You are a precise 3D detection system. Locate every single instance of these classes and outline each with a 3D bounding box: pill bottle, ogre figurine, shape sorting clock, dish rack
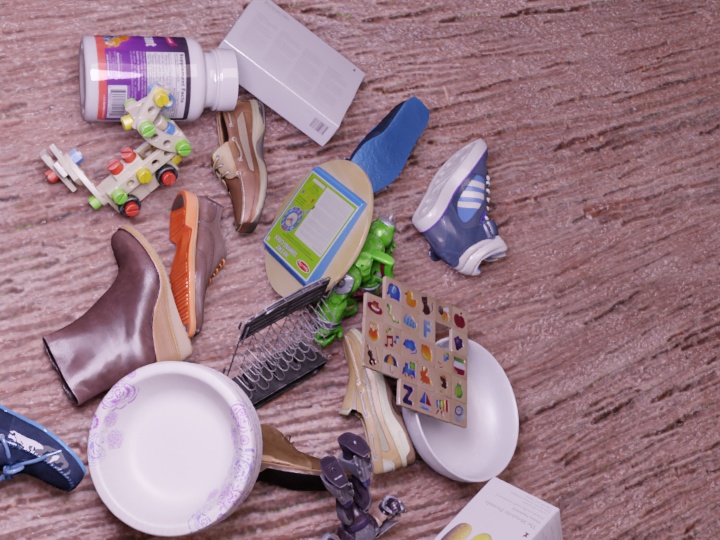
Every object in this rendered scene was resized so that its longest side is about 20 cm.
[{"bbox_3d":[-0.266,-0.252,1.544,0.199,0.111,0.112,-2,73,-19],"label":"pill bottle"},{"bbox_3d":[0.000,0.000,1.593,0.199,0.120,0.098,-32,67,-29],"label":"ogre figurine"},{"bbox_3d":[-0.055,-0.053,1.551,0.039,0.199,0.201,33,58,-39],"label":"shape sorting clock"},{"bbox_3d":[-0.097,0.093,1.476,0.153,0.200,0.055,-30,69,-32],"label":"dish rack"}]

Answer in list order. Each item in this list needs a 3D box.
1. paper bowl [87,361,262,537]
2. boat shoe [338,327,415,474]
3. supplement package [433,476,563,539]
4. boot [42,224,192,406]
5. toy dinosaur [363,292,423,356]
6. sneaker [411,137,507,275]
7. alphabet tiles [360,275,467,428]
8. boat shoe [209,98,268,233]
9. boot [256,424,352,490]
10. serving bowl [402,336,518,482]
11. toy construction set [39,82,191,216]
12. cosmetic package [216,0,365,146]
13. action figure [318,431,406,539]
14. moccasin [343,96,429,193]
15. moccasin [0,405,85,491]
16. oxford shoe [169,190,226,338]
[{"bbox_3d":[-0.215,0.210,1.394,0.199,0.104,0.202,-1,84,5],"label":"paper bowl"},{"bbox_3d":[0.005,0.175,1.571,0.076,0.072,0.201,-20,69,-7],"label":"boat shoe"},{"bbox_3d":[0.163,0.388,1.525,0.200,0.113,0.110,-39,133,-33],"label":"supplement package"},{"bbox_3d":[-0.314,0.052,1.448,0.166,0.072,0.201,-20,78,-28],"label":"boot"},{"bbox_3d":[0.040,0.090,1.589,0.088,0.047,0.200,42,17,-7],"label":"toy dinosaur"},{"bbox_3d":[0.170,-0.085,1.752,0.146,0.080,0.200,45,54,-16],"label":"sneaker"},{"bbox_3d":[0.074,0.105,1.545,0.199,0.008,0.168,24,59,-39],"label":"alphabet tiles"},{"bbox_3d":[-0.170,-0.145,1.600,0.073,0.076,0.201,6,61,-20],"label":"boat shoe"},{"bbox_3d":[-0.092,0.238,1.501,0.199,0.074,0.076,13,56,-20],"label":"boot"},{"bbox_3d":[0.127,0.196,1.617,0.199,0.066,0.201,18,61,-36],"label":"serving bowl"},{"bbox_3d":[-0.300,-0.146,1.485,0.131,0.199,0.092,52,13,-50],"label":"toy construction set"},{"bbox_3d":[-0.100,-0.289,1.671,0.200,0.052,0.151,36,43,-11],"label":"cosmetic package"},{"bbox_3d":[-0.007,0.304,1.473,0.130,0.069,0.201,-36,134,-28],"label":"action figure"},{"bbox_3d":[0.033,-0.169,1.713,0.081,0.068,0.200,50,59,-12],"label":"moccasin"},{"bbox_3d":[-0.413,0.202,1.335,0.199,0.081,0.068,29,46,0],"label":"moccasin"},{"bbox_3d":[-0.206,-0.006,1.528,0.073,0.071,0.201,11,68,-32],"label":"oxford shoe"}]
